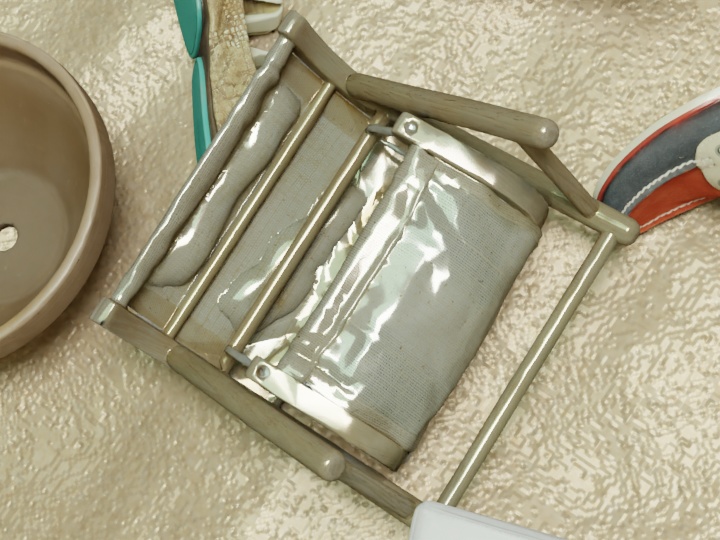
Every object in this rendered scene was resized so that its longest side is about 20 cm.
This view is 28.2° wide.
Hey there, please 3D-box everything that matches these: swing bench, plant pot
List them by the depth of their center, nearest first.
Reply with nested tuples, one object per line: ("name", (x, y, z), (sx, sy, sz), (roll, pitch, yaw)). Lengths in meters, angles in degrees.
("swing bench", (0.000, 0.000, 0.753), (0.199, 0.130, 0.200), (29, 83, 39))
("plant pot", (-0.229, -0.032, 0.842), (0.199, 0.093, 0.202), (-4, 74, 12))

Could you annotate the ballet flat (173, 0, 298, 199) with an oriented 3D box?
("ballet flat", (-0.074, -0.133, 0.858), (0.065, 0.071, 0.201), (-5, 74, -16))

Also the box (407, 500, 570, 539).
("box", (0.119, 0.198, 0.632), (0.198, 0.200, 0.132), (13, 80, 18))

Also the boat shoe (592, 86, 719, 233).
("boat shoe", (0.210, -0.066, 0.732), (0.199, 0.071, 0.063), (-32, 69, 26))
